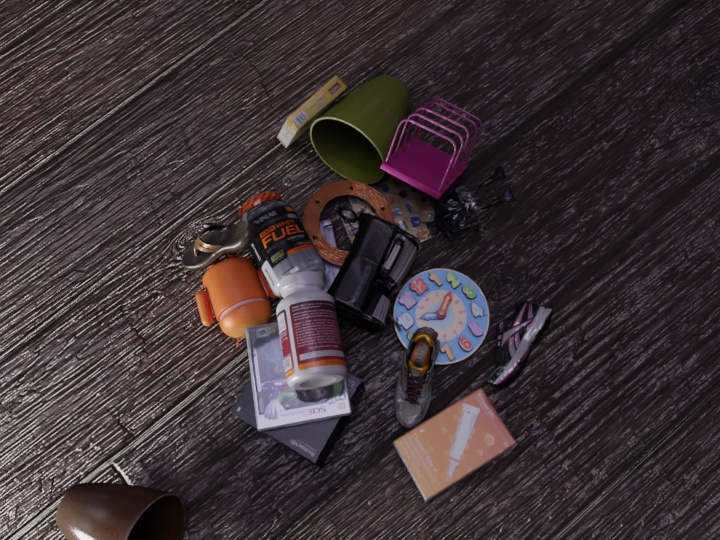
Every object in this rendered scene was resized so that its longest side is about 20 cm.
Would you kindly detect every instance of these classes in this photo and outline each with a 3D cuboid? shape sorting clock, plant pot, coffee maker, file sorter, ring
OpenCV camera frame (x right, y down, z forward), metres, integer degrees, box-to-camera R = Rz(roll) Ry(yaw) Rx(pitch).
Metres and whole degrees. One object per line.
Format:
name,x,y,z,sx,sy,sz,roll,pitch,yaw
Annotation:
shape sorting clock,0.166,0.093,1.584,0.198,0.039,0.202,-1,72,4
plant pot,-0.464,0.477,1.446,0.198,0.187,0.188,15,73,23
coffee maker,0.000,0.000,1.554,0.191,0.135,0.201,20,71,22
file sorter,0.156,-0.263,1.600,0.138,0.126,0.200,29,33,10
ring,-0.025,-0.099,1.648,0.198,0.019,0.202,2,70,-7
plant pot,0.021,-0.325,1.670,0.186,0.188,0.201,28,64,12

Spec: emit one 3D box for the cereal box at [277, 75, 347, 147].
cereal box,-0.109,-0.340,1.665,0.144,0.200,0.040,-44,98,-11

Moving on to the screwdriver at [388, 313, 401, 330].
screwdriver,0.027,0.051,1.610,0.028,0.029,0.201,-33,71,-9

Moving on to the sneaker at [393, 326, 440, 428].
sneaker,0.105,0.210,1.517,0.077,0.082,0.202,9,89,11

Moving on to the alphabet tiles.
alphabet tiles,0.063,-0.117,1.678,0.198,0.006,0.168,-23,71,-3

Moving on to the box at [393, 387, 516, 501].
box,0.178,0.334,1.473,0.199,0.098,0.125,-31,72,-6

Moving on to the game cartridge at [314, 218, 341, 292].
game cartridge,-0.103,-0.001,1.639,0.128,0.038,0.202,-14,71,4

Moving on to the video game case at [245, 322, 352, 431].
video game case,-0.120,0.191,1.472,0.180,0.023,0.202,-10,70,0

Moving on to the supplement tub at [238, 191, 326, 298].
supplement tub,-0.165,-0.054,1.580,0.122,0.123,0.201,-29,72,-6

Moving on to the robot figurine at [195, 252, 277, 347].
robot figurine,-0.255,0.054,1.589,0.117,0.143,0.201,-41,66,38

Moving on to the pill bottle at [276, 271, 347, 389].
pill bottle,-0.094,0.110,1.428,0.112,0.113,0.202,-11,71,1

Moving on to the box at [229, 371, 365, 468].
box,-0.120,0.255,1.518,0.199,0.104,0.183,28,74,13

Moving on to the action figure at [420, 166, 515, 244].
action figure,0.227,-0.131,1.625,0.199,0.102,0.120,-28,79,22

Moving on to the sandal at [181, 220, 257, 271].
sandal,-0.293,-0.059,1.548,0.199,0.055,0.082,-16,49,36

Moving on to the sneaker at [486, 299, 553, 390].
sneaker,0.302,0.146,1.547,0.086,0.081,0.200,29,68,25
